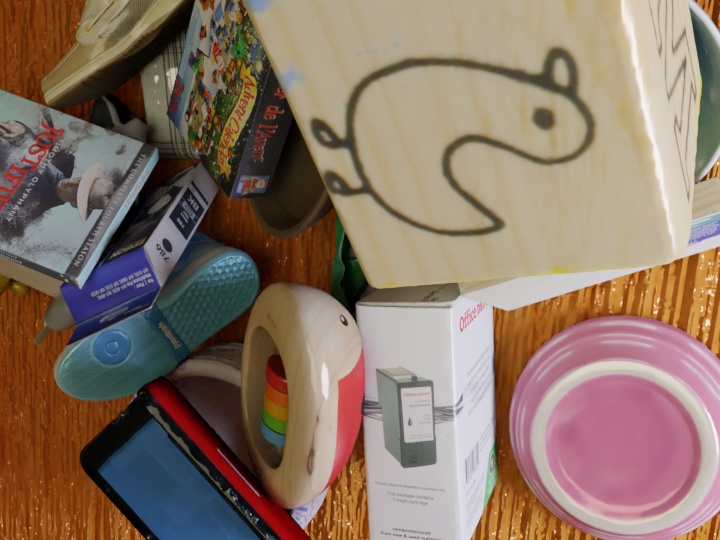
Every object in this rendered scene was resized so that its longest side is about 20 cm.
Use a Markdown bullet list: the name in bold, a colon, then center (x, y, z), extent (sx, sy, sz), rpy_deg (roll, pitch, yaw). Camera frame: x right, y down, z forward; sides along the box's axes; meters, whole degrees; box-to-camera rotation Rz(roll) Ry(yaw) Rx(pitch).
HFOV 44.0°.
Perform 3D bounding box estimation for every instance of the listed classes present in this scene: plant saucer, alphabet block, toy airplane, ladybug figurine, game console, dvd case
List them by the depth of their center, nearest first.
- **alphabet block**: center (0.078, -0.132, 0.505), extent (0.193, 0.197, 0.201), rpy_deg (-5, 128, 30)
- **ladybug figurine**: center (-0.044, 0.099, 0.704), extent (0.136, 0.071, 0.202), rpy_deg (50, 139, 45)
- **plant saucer**: center (-0.046, -0.126, 0.722), extent (0.199, 0.029, 0.203), rpy_deg (-13, 75, 59)
- **game console**: center (-0.144, 0.201, 0.741), extent (0.119, 0.172, 0.200), rpy_deg (-43, 92, -8)
- **plant saucer**: center (0.222, 0.141, 0.752), extent (0.198, 0.051, 0.203), rpy_deg (4, 103, 19)
- **dvd case**: center (-0.295, -0.081, 0.766), extent (0.198, 0.147, 0.022), rpy_deg (22, 152, 5)
- **toy airplane**: center (-0.342, -0.005, 0.844), extent (0.198, 0.199, 0.143), rpy_deg (17, 73, 4)

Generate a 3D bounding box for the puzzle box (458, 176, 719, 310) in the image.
- **puzzle box**: center (0.185, -0.014, 0.690), extent (0.198, 0.133, 0.026), rpy_deg (-19, 74, 21)

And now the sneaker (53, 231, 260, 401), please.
- **sneaker**: center (-0.197, 0.036, 0.826), extent (0.199, 0.130, 0.080), rpy_deg (-31, 120, -17)

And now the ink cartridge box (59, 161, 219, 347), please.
- **ink cartridge box**: center (-0.198, -0.021, 0.792), extent (0.099, 0.201, 0.039), rpy_deg (-23, 117, 21)

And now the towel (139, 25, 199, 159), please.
- **towel**: center (-0.119, -0.202, 0.812), extent (0.190, 0.035, 0.203), rpy_deg (3, 101, 20)

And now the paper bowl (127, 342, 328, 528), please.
- **paper bowl**: center (-0.121, 0.169, 0.852), extent (0.198, 0.104, 0.203), rpy_deg (4, 103, 19)

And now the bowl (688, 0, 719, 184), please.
- **bowl**: center (0.173, -0.147, 0.659), extent (0.198, 0.105, 0.202), rpy_deg (13, 133, 15)

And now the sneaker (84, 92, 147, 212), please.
- **sneaker**: center (-0.271, -0.116, 0.876), extent (0.198, 0.075, 0.117), rpy_deg (3, 71, 38)

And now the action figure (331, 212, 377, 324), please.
- **action figure**: center (0.000, 0.000, 0.786), extent (0.054, 0.118, 0.202), rpy_deg (-1, 110, 8)

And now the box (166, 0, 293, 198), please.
- **box**: center (-0.094, -0.180, 0.722), extent (0.137, 0.037, 0.201), rpy_deg (50, 130, 38)

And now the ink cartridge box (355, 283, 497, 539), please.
- **ink cartridge box**: center (0.062, 0.108, 0.752), extent (0.083, 0.146, 0.203), rpy_deg (1, 101, 20)

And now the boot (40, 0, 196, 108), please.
- **boot**: center (-0.235, -0.255, 0.785), extent (0.199, 0.072, 0.155), rpy_deg (-36, 92, 14)
